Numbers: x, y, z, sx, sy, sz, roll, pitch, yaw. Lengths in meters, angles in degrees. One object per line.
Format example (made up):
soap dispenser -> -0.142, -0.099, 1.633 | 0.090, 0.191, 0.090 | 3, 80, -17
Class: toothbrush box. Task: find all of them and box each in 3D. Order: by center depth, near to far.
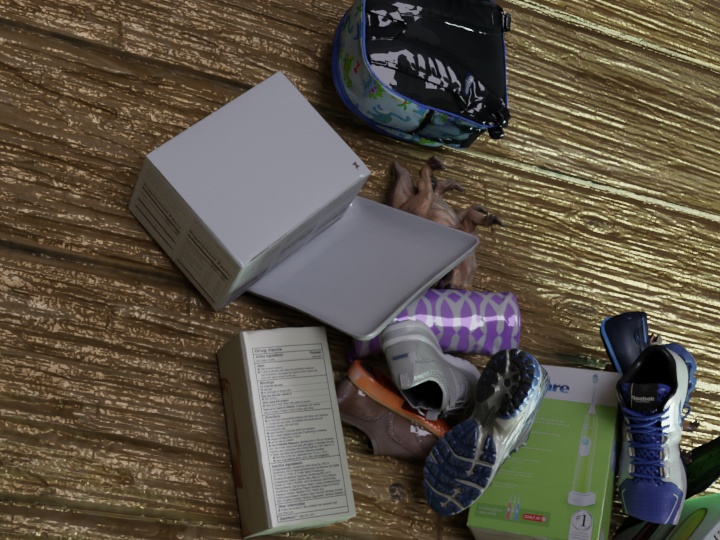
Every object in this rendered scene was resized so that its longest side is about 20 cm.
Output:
toothbrush box -> 0.212, 0.214, 1.329 | 0.144, 0.086, 0.202 | 4, 63, 19

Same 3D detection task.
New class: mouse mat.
mouse mat -> 0.390, 0.235, 1.390 | 0.161, 0.200, 0.008 | -37, 82, -33

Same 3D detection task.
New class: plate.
plate -> 0.000, 0.000, 1.304 | 0.199, 0.199, 0.033 | -38, 132, -33

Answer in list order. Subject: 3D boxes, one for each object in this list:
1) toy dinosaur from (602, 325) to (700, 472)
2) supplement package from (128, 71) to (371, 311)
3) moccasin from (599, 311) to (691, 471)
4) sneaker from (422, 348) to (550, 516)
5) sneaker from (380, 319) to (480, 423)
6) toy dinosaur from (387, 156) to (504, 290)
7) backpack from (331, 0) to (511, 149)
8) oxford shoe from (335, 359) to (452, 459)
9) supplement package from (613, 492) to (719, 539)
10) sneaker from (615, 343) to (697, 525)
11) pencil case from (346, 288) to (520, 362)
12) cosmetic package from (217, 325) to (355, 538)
toy dinosaur -> 0.333, 0.182, 1.450 | 0.135, 0.086, 0.201 | 29, 65, -16
supplement package -> -0.120, -0.088, 1.279 | 0.156, 0.111, 0.200 | 48, 57, 6
moccasin -> 0.342, 0.140, 1.379 | 0.068, 0.080, 0.202 | -21, 79, 5
sneaker -> 0.145, 0.182, 1.277 | 0.077, 0.201, 0.085 | 39, 12, 34
sneaker -> 0.077, 0.131, 1.286 | 0.200, 0.074, 0.083 | 41, 40, -47
toy dinosaur -> 0.081, -0.044, 1.398 | 0.136, 0.086, 0.200 | -45, 77, 3
backpack -> 0.063, -0.246, 1.424 | 0.198, 0.147, 0.185 | 14, 67, -27
oxford shoe -> 0.047, 0.179, 1.321 | 0.199, 0.071, 0.073 | 38, 96, -21
supplement package -> 0.357, 0.370, 1.327 | 0.199, 0.191, 0.148 | -35, 90, -33
sneaker -> 0.309, 0.168, 1.283 | 0.115, 0.080, 0.202 | 27, 70, -58
pencil case -> 0.080, 0.064, 1.327 | 0.198, 0.084, 0.086 | 1, 108, -4
cosmetic package -> -0.080, 0.167, 1.233 | 0.102, 0.087, 0.202 | -1, 73, -27
